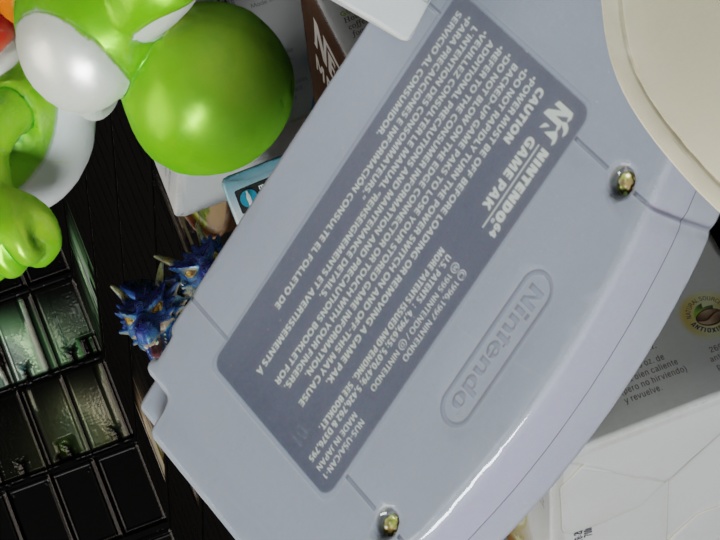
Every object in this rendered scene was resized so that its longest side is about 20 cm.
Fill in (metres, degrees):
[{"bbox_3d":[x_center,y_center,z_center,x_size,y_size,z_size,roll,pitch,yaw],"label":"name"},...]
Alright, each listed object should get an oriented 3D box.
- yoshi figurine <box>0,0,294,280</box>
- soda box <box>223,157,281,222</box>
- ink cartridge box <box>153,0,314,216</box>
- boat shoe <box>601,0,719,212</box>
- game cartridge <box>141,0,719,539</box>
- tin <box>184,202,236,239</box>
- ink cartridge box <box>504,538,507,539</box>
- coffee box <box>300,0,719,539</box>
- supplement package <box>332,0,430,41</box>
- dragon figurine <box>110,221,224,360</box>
[{"bbox_3d":[-0.097,-0.047,1.025,0.200,0.112,0.113,-37,53,42],"label":"yoshi figurine"},{"bbox_3d":[0.000,0.000,1.113,0.200,0.063,0.069,59,-170,-80],"label":"soda box"},{"bbox_3d":[-0.055,-0.138,1.141,0.068,0.115,0.201,105,144,-71],"label":"ink cartridge box"},{"bbox_3d":[0.088,-0.090,0.700,0.063,0.073,0.201,0,-124,-54],"label":"boat shoe"},{"bbox_3d":[0.024,0.000,0.825,0.041,0.200,0.133,15,-156,-51],"label":"game cartridge"},{"bbox_3d":[-0.065,-0.098,1.269,0.200,0.042,0.112,99,151,-54],"label":"tin"},{"bbox_3d":[0.024,0.135,1.093,0.200,0.162,0.057,110,149,-75],"label":"ink cartridge box"},{"bbox_3d":[0.055,-0.003,0.912,0.115,0.079,0.201,85,162,-56],"label":"coffee box"},{"bbox_3d":[-0.030,-0.160,0.867,0.109,0.114,0.200,28,-174,-22],"label":"supplement package"},{"bbox_3d":[-0.062,0.022,1.190,0.200,0.059,0.100,-103,-9,-79],"label":"dragon figurine"}]
